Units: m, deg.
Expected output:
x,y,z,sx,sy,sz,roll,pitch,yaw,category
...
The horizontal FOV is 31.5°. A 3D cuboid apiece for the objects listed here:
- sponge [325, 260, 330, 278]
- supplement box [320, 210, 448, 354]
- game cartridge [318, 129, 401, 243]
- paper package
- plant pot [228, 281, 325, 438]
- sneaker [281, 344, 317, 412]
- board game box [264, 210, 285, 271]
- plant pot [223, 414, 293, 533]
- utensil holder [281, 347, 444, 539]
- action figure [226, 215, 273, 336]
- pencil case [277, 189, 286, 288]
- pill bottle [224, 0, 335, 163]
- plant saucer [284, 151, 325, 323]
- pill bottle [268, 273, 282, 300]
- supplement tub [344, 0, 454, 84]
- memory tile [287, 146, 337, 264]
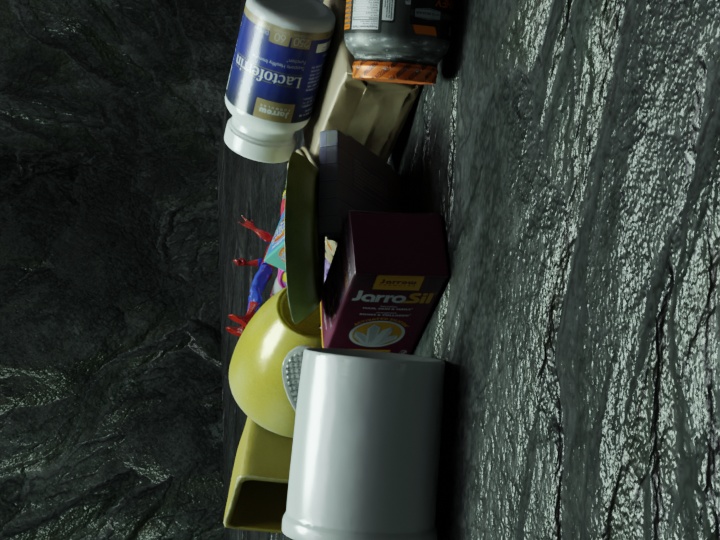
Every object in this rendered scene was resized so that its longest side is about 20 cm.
x,y,z,sx,sy,sz,roll,pitch,yaw,category
-0.037,0.052,1.858,0.112,0.030,0.201,39,-132,-67,sponge
0.023,0.020,1.484,0.200,0.110,0.086,110,158,-57,supplement box
0.000,-0.085,1.554,0.200,0.038,0.130,28,-125,-63,game cartridge
-0.008,-0.244,1.669,0.191,0.103,0.200,115,155,-43,paper package
-0.068,0.096,1.658,0.142,0.199,0.200,101,166,-46,plant pot
-0.026,0.175,1.580,0.200,0.078,0.079,55,-172,-5,sneaker
-0.065,-0.109,1.828,0.152,0.045,0.201,-35,32,64,board game box
-0.075,0.235,1.750,0.196,0.193,0.201,112,163,-58,plant pot
0.007,0.191,1.391,0.170,0.169,0.201,177,98,-79,utensil holder
-0.177,-0.002,2.011,0.200,0.099,0.065,-61,-2,-32,action figure
-0.083,-0.052,1.993,0.089,0.088,0.200,105,172,-46,pencil case
-0.108,-0.246,1.628,0.116,0.115,0.201,-106,28,-58,pill bottle
-0.062,-0.038,1.485,0.200,0.031,0.201,0,-90,-86,plant saucer
-0.100,0.074,2.076,0.200,0.112,0.113,113,157,-61,pill bottle
0.045,-0.311,1.426,0.123,0.122,0.201,-145,58,-77,supplement tub
-0.044,-0.057,1.642,0.201,0.017,0.153,65,170,-1,memory tile
